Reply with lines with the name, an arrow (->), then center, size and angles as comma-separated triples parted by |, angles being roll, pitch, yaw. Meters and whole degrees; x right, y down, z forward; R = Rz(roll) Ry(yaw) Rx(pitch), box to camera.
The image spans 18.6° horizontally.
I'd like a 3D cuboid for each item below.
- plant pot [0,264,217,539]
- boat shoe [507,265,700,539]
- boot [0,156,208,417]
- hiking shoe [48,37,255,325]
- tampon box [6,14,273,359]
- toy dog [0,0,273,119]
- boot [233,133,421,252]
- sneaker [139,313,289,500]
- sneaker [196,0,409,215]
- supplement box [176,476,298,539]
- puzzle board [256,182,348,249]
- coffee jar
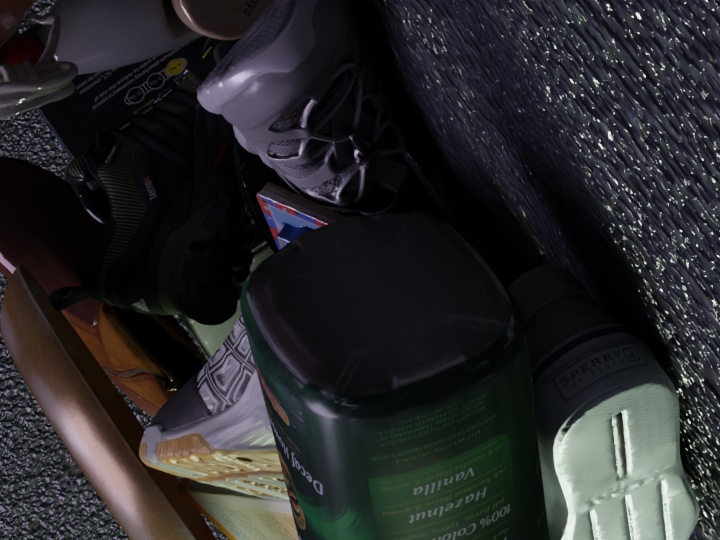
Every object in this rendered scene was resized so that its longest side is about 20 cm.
plant pot -> -0.117, 0.087, 1.057 | 0.200, 0.027, 0.200 | 55, 175, 7
boat shoe -> 0.086, 0.067, 0.828 | 0.200, 0.072, 0.062 | 84, 164, -57
boot -> -0.143, 0.018, 1.184 | 0.188, 0.068, 0.200 | 56, 174, -10
hiking shoe -> -0.096, -0.064, 1.098 | 0.076, 0.101, 0.200 | 79, -163, -49
tampon box -> -0.086, -0.059, 1.252 | 0.200, 0.126, 0.150 | 53, 175, 24
toy dog -> -0.132, -0.138, 1.026 | 0.132, 0.200, 0.096 | 0, 109, 54
boot -> 0.000, -0.001, 1.098 | 0.198, 0.073, 0.162 | 50, 172, -5
sneaker -> -0.026, 0.040, 0.911 | 0.076, 0.088, 0.200 | 16, 158, -28
sneaker -> -0.010, -0.068, 0.908 | 0.082, 0.075, 0.200 | 41, 179, 7
supplement box -> 0.021, 0.116, 1.010 | 0.126, 0.074, 0.200 | 46, 157, -23
puzzle board -> 0.037, 0.049, 0.972 | 0.151, 0.017, 0.200 | 24, 156, 26
coffee jar -> 0.020, 0.086, 0.776 | 0.104, 0.085, 0.200 | -127, 20, -52
